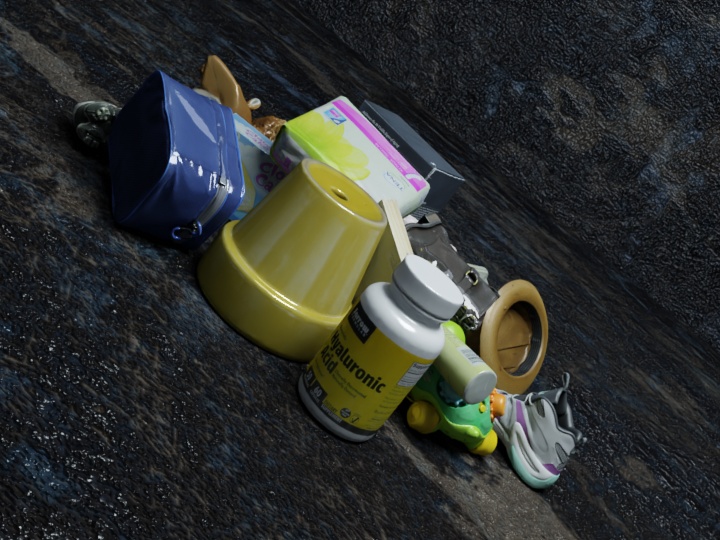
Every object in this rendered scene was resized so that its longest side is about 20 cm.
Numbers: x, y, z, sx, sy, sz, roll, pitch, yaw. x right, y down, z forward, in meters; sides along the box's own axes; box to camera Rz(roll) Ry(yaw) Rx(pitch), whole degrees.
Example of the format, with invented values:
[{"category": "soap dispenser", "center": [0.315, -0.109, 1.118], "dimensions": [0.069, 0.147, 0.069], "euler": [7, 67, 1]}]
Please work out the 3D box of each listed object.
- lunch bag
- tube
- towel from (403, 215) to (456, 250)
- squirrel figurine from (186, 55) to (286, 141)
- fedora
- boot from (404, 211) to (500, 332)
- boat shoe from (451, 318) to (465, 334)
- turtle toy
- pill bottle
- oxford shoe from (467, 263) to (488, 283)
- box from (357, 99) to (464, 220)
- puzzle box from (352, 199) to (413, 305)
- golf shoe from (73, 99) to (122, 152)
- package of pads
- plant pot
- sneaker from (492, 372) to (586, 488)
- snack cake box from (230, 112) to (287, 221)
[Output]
[{"category": "lunch bag", "center": [-0.220, -0.126, 1.143], "dimensions": [0.131, 0.135, 0.202], "euler": [20, 46, -40]}, {"category": "tube", "center": [0.094, 0.088, 1.163], "dimensions": [0.051, 0.059, 0.200], "euler": [-17, 41, -25]}, {"category": "towel", "center": [0.025, -0.057, 1.458], "dimensions": [0.199, 0.033, 0.190], "euler": [32, -26, -20]}, {"category": "squirrel figurine", "center": [-0.209, -0.236, 1.502], "dimensions": [0.200, 0.142, 0.187], "euler": [43, 7, 0]}, {"category": "fedora", "center": [0.227, 0.106, 1.491], "dimensions": [0.081, 0.204, 0.199], "euler": [6, -6, 41]}, {"category": "boot", "center": [0.111, 0.014, 1.305], "dimensions": [0.175, 0.069, 0.199], "euler": [53, 42, 5]}, {"category": "boat shoe", "center": [0.143, 0.030, 1.562], "dimensions": [0.200, 0.072, 0.068], "euler": [43, 56, 0]}, {"category": "turtle toy", "center": [0.119, 0.146, 1.225], "dimensions": [0.145, 0.101, 0.201], "euler": [25, 22, -33]}, {"category": "pill bottle", "center": [0.025, 0.085, 1.040], "dimensions": [0.111, 0.201, 0.112], "euler": [33, 18, -12]}, {"category": "oxford shoe", "center": [0.180, 0.022, 1.694], "dimensions": [0.199, 0.074, 0.059], "euler": [6, 71, -55]}, {"category": "box", "center": [0.038, -0.152, 1.623], "dimensions": [0.200, 0.197, 0.123], "euler": [48, 21, 27]}, {"category": "puzzle box", "center": [0.029, 0.029, 1.176], "dimensions": [0.025, 0.133, 0.203], "euler": [-3, 69, -37]}, {"category": "golf shoe", "center": [-0.297, -0.176, 1.258], "dimensions": [0.199, 0.078, 0.088], "euler": [31, 4, -37]}, {"category": "package of pads", "center": [-0.016, -0.141, 1.300], "dimensions": [0.200, 0.068, 0.154], "euler": [46, 43, 8]}, {"category": "plant pot", "center": [-0.071, -0.024, 1.137], "dimensions": [0.199, 0.190, 0.201], "euler": [32, 19, -12]}, {"category": "sneaker", "center": [0.233, 0.184, 1.284], "dimensions": [0.200, 0.140, 0.077], "euler": [48, 22, 27]}, {"category": "snack cake box", "center": [-0.142, -0.118, 1.339], "dimensions": [0.199, 0.115, 0.067], "euler": [37, 19, -1]}]
